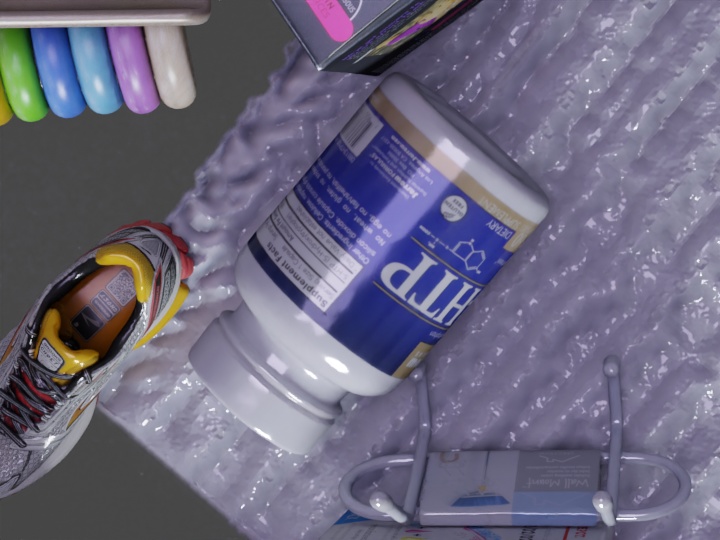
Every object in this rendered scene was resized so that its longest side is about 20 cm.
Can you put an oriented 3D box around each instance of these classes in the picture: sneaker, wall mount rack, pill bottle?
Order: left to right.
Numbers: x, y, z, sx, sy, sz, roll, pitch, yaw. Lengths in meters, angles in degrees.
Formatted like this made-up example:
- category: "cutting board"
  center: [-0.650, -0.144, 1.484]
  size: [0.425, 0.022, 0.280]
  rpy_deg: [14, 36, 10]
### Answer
- category: "sneaker"
  center: [-0.182, 0.052, 1.352]
  size: [0.078, 0.082, 0.200]
  rpy_deg: [38, 99, 5]
- category: "pill bottle"
  center: [0.000, 0.000, 1.300]
  size: [0.120, 0.120, 0.200]
  rpy_deg: [41, 99, 5]
- category: "wall mount rack"
  center: [0.079, 0.108, 1.267]
  size: [0.199, 0.174, 0.075]
  rpy_deg: [-2, 116, 9]

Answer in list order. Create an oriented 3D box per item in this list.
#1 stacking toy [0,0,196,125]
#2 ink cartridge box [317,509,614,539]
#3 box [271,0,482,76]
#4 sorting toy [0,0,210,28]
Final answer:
- category: "stacking toy"
  center: [-0.198, -0.116, 1.325]
  size: [0.199, 0.085, 0.086]
  rpy_deg: [-12, 92, -2]
- category: "ink cartridge box"
  center: [0.082, 0.174, 1.299]
  size: [0.199, 0.115, 0.068]
  rpy_deg: [0, 94, 9]
- category: "box"
  center: [0.001, -0.182, 1.247]
  size: [0.106, 0.200, 0.122]
  rpy_deg: [-35, 87, 9]
- category: "sorting toy"
  center: [-0.179, -0.224, 1.294]
  size: [0.184, 0.037, 0.201]
  rpy_deg: [-2, 65, -7]
